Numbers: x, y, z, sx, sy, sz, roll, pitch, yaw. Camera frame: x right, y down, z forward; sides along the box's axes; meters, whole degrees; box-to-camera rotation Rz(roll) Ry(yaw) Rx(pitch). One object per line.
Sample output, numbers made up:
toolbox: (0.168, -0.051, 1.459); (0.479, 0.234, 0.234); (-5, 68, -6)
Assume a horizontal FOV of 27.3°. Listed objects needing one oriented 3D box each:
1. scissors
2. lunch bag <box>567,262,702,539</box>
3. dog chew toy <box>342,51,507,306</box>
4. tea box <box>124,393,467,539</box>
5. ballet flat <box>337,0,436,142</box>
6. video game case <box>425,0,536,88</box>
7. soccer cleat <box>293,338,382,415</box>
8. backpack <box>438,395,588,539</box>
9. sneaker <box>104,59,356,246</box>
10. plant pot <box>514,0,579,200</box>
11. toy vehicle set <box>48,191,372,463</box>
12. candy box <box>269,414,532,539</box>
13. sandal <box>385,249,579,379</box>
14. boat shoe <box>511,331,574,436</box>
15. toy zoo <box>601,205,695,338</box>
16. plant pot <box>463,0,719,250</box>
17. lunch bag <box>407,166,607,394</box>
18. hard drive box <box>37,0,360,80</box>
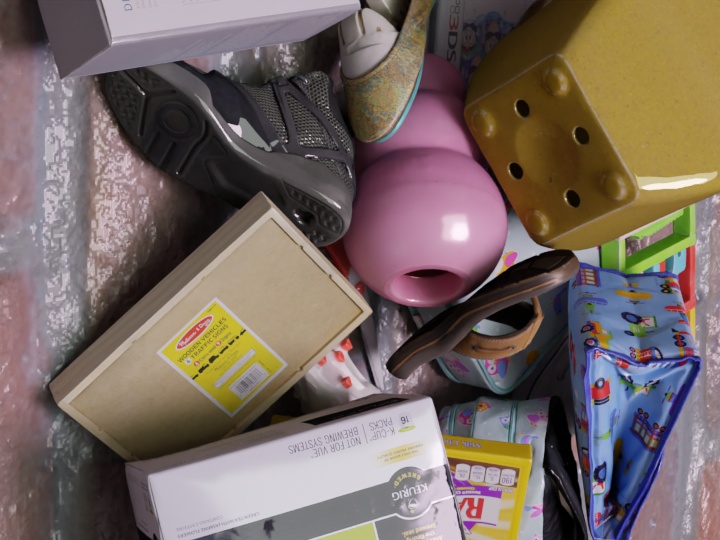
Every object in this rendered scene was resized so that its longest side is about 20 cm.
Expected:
scissors: (0.000, 0.000, 1.175); (0.073, 0.014, 0.201); (-44, 122, -28)
lunch bag: (0.204, 0.118, 1.200); (0.093, 0.151, 0.202); (6, 116, 1)
dog chew toy: (0.046, -0.077, 1.116); (0.124, 0.124, 0.202); (24, 53, -40)
tea box: (-0.037, 0.203, 1.007); (0.198, 0.134, 0.199); (-13, 89, -17)
ballet flat: (0.017, -0.185, 1.098); (0.071, 0.070, 0.201); (46, 49, -36)
video game case: (0.132, -0.211, 1.241); (0.199, 0.024, 0.184); (-3, 101, -40)
soccer cleat: (-0.026, 0.094, 1.142); (0.200, 0.077, 0.070); (47, 31, -22)
backpack: (0.123, 0.200, 1.224); (0.167, 0.125, 0.202); (-83, 167, -56)
sneaker: (-0.085, -0.109, 1.049); (0.198, 0.076, 0.115); (30, 43, -16)
plant pot: (0.189, -0.132, 1.228); (0.199, 0.027, 0.202); (18, 61, -34)
toy vehicle set: (-0.102, 0.054, 1.039); (0.200, 0.027, 0.124); (-42, 126, 2)
candy box: (0.026, 0.169, 1.128); (0.198, 0.026, 0.103); (6, 118, 0)
sandal: (0.094, 0.042, 1.098); (0.055, 0.200, 0.082); (54, 40, 1)
boat shoe: (0.195, 0.099, 1.327); (0.074, 0.065, 0.201); (41, 72, -38)
toy zoo: (0.257, 0.042, 1.317); (0.131, 0.020, 0.202); (-24, 116, -44)
plant pot: (0.191, -0.122, 1.088); (0.199, 0.195, 0.195); (-32, 93, -37)
lunch bag: (0.123, -0.002, 1.239); (0.200, 0.077, 0.161); (-44, 125, -25)
hard drive box: (-0.115, -0.222, 0.964); (0.199, 0.077, 0.157); (-15, 89, -38)
